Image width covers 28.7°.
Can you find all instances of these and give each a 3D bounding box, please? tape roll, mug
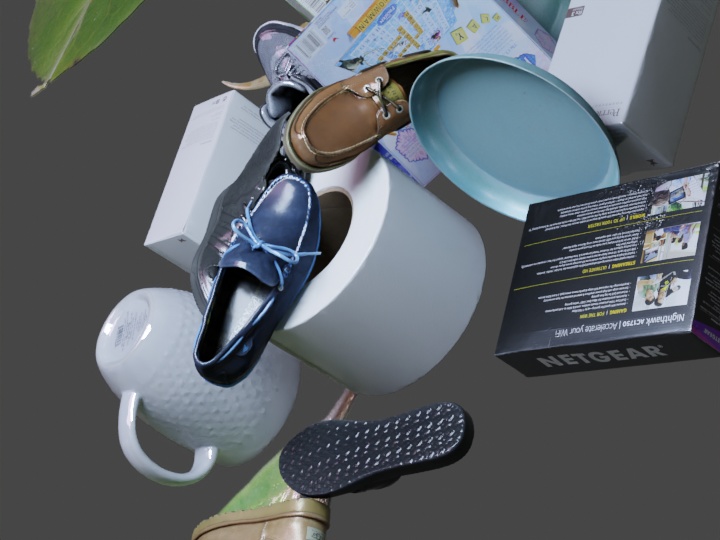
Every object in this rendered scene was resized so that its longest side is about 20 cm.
[{"bbox_3d":[0.000,0.000,1.333,0.203,0.139,0.203,-32,40,32],"label":"tape roll"},{"bbox_3d":[-0.178,0.120,1.420,0.148,0.175,0.200,-18,48,43],"label":"mug"}]

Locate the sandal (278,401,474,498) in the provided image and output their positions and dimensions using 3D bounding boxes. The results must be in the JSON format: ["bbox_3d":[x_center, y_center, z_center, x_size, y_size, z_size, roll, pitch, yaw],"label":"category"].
[{"bbox_3d":[0.015,0.169,1.261,0.200,0.048,0.075,-13,49,30],"label":"sandal"}]

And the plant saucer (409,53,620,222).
[{"bbox_3d":[0.136,-0.116,1.216,0.200,0.200,0.027,-7,42,49],"label":"plant saucer"}]

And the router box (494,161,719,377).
[{"bbox_3d":[0.210,0.003,1.144,0.200,0.051,0.149,-11,55,47],"label":"router box"}]

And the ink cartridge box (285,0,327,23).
[{"bbox_3d":[-0.058,-0.327,1.683,0.048,0.145,0.200,-49,33,6],"label":"ink cartridge box"}]

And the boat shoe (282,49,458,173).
[{"bbox_3d":[0.013,-0.155,1.271,0.200,0.072,0.068,-38,7,-38],"label":"boat shoe"}]

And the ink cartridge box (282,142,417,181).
[{"bbox_3d":[-0.012,-0.132,1.549,0.198,0.047,0.200,-32,38,33],"label":"ink cartridge box"}]

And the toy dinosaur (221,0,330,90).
[{"bbox_3d":[-0.069,-0.228,1.592,0.200,0.058,0.101,-35,56,36],"label":"toy dinosaur"}]

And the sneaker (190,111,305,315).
[{"bbox_3d":[-0.097,-0.048,1.317,0.104,0.060,0.200,-34,35,37],"label":"sneaker"}]

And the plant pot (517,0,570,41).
[{"bbox_3d":[0.101,-0.270,1.444,0.200,0.134,0.200,-32,39,31],"label":"plant pot"}]

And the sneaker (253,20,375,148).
[{"bbox_3d":[-0.069,-0.197,1.476,0.075,0.114,0.200,-46,65,20],"label":"sneaker"}]

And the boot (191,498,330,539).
[{"bbox_3d":[-0.103,0.314,1.259,0.175,0.066,0.200,-27,45,40],"label":"boot"}]

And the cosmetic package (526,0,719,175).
[{"bbox_3d":[0.236,-0.187,1.250,0.113,0.081,0.200,-6,56,47],"label":"cosmetic package"}]

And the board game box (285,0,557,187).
[{"bbox_3d":[0.062,-0.213,1.368,0.200,0.200,0.041,-40,9,35],"label":"board game box"}]

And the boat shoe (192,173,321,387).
[{"bbox_3d":[-0.087,0.007,1.234,0.084,0.069,0.200,13,79,17],"label":"boat shoe"}]

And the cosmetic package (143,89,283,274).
[{"bbox_3d":[-0.163,-0.096,1.652,0.085,0.108,0.200,-13,51,46],"label":"cosmetic package"}]
